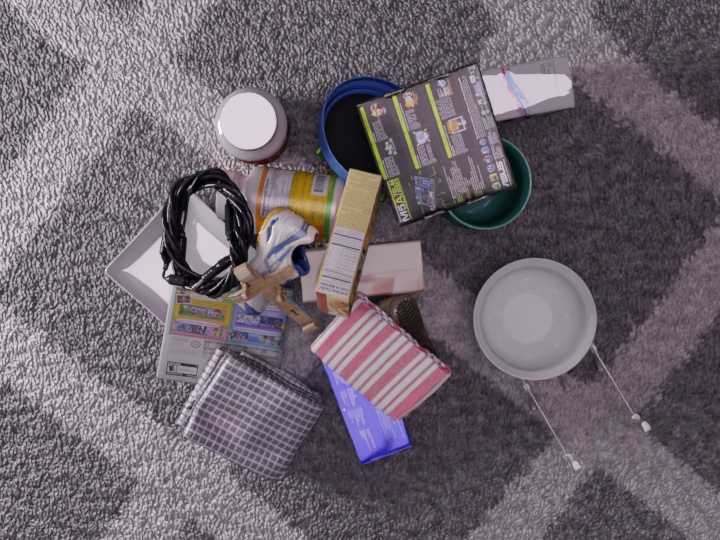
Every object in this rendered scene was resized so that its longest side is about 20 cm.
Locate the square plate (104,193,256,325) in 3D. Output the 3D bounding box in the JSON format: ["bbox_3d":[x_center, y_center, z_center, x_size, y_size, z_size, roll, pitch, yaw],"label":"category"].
[{"bbox_3d":[-0.286,-0.005,1.497,0.200,0.028,0.198,42,91,-5],"label":"square plate"}]

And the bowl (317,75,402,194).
[{"bbox_3d":[0.024,-0.216,1.450,0.200,0.039,0.201,8,69,-22],"label":"bowl"}]

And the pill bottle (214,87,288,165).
[{"bbox_3d":[-0.168,-0.224,1.402,0.112,0.200,0.112,0,94,-3],"label":"pill bottle"}]

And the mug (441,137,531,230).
[{"bbox_3d":[0.173,-0.146,1.460,0.185,0.114,0.152,11,93,-10],"label":"mug"}]

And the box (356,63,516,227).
[{"bbox_3d":[0.116,-0.189,1.360,0.193,0.048,0.200,-18,101,9],"label":"box"}]

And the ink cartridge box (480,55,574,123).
[{"bbox_3d":[0.227,-0.280,1.445,0.200,0.145,0.084,-11,96,-2],"label":"ink cartridge box"}]

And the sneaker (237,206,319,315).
[{"bbox_3d":[-0.129,0.002,1.400,0.088,0.075,0.200,28,123,9],"label":"sneaker"}]

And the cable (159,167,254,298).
[{"bbox_3d":[-0.239,-0.060,1.394,0.163,0.051,0.200,18,97,28],"label":"cable"}]

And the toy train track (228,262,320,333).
[{"bbox_3d":[-0.126,0.053,1.394,0.115,0.033,0.200,-27,138,19],"label":"toy train track"}]

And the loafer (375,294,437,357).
[{"bbox_3d":[0.074,0.122,1.496,0.076,0.068,0.200,-30,120,-31],"label":"loafer"}]

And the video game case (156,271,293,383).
[{"bbox_3d":[-0.224,0.104,1.488,0.200,0.022,0.182,9,100,-12],"label":"video game case"}]

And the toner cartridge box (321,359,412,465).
[{"bbox_3d":[0.010,0.217,1.518,0.095,0.043,0.200,-20,95,-2],"label":"toner cartridge box"}]

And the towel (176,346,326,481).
[{"bbox_3d":[-0.180,0.235,1.470,0.200,0.086,0.166,30,98,-17],"label":"towel"}]

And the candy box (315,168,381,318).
[{"bbox_3d":[-0.017,-0.039,1.363,0.055,0.115,0.200,13,74,4],"label":"candy box"}]

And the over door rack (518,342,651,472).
[{"bbox_3d":[0.368,0.220,1.517,0.148,0.067,0.200,-30,74,0],"label":"over door rack"}]

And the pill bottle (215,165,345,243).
[{"bbox_3d":[-0.128,-0.109,1.453,0.200,0.111,0.111,8,93,3],"label":"pill bottle"}]

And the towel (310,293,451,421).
[{"bbox_3d":[0.031,0.143,1.453,0.200,0.030,0.146,41,121,-3],"label":"towel"}]

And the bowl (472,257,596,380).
[{"bbox_3d":[0.283,0.079,1.495,0.201,0.090,0.201,0,89,0],"label":"bowl"}]

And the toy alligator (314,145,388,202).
[{"bbox_3d":[0.010,-0.147,1.488,0.200,0.054,0.059,35,92,-4],"label":"toy alligator"}]

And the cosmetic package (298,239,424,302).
[{"bbox_3d":[0.000,0.000,1.475,0.200,0.103,0.087,-5,93,-1],"label":"cosmetic package"}]
